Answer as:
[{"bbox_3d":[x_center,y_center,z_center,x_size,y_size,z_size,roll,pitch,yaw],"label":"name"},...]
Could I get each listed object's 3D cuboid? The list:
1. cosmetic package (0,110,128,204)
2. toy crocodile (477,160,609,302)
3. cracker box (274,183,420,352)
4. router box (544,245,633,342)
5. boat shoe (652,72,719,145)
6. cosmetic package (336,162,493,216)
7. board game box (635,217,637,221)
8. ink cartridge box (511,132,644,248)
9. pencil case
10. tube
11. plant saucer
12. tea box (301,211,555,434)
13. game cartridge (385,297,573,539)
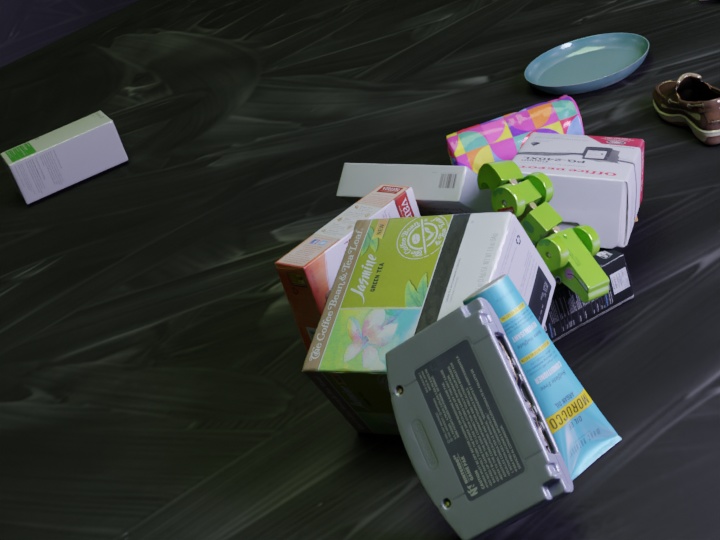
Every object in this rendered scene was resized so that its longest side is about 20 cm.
[{"bbox_3d":[-0.531,-0.204,2.521,0.200,0.085,0.108,-27,25,-15],"label":"cosmetic package"},{"bbox_3d":[0.199,-0.045,1.541,0.067,0.200,0.062,-25,-21,-40],"label":"toy crocodile"},{"bbox_3d":[0.000,0.000,1.707,0.058,0.134,0.200,9,38,44],"label":"cracker box"},{"bbox_3d":[0.196,0.010,1.636,0.150,0.062,0.200,-29,28,-18],"label":"router box"},{"bbox_3d":[0.461,-0.241,1.936,0.075,0.075,0.202,-22,26,-7],"label":"boat shoe"},{"bbox_3d":[0.093,-0.090,1.813,0.200,0.151,0.052,5,78,41],"label":"cosmetic package"},{"bbox_3d":[0.281,-0.095,1.829,0.095,0.030,0.200,-19,29,-2],"label":"board game box"},{"bbox_3d":[0.256,-0.099,1.669,0.145,0.083,0.200,6,20,15],"label":"ink cartridge box"},{"bbox_3d":[0.217,-0.177,1.975,0.200,0.088,0.088,-21,26,0],"label":"pencil case"},{"bbox_3d":[0.171,0.100,1.349,0.077,0.200,0.050,-33,1,-22],"label":"tube"},{"bbox_3d":[0.360,-0.324,2.224,0.200,0.027,0.200,-15,27,8],"label":"plant saucer"},{"bbox_3d":[0.075,0.058,1.477,0.197,0.134,0.200,-3,53,33],"label":"tea box"},{"bbox_3d":[0.102,0.143,1.305,0.133,0.200,0.041,-32,-23,23],"label":"game cartridge"}]
